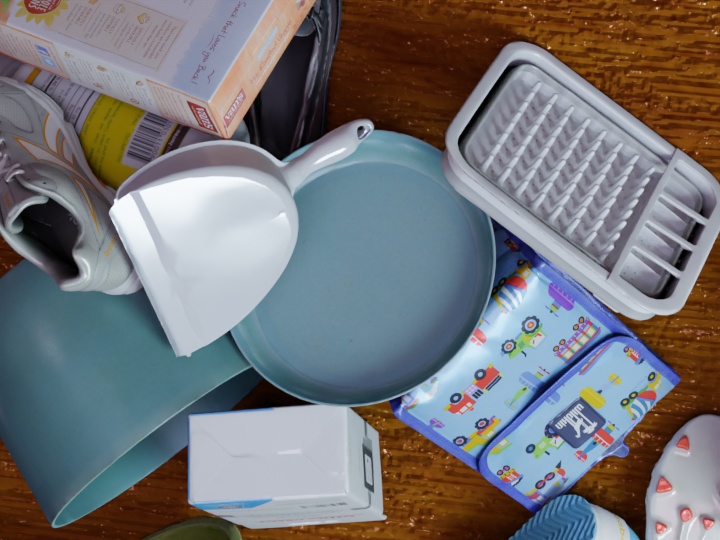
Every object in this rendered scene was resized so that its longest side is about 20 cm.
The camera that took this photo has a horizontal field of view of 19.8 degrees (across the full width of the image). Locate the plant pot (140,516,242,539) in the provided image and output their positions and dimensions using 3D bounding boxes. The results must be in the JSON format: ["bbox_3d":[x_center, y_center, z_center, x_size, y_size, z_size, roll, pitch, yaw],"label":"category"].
[{"bbox_3d":[-0.122,0.324,1.575,0.200,0.200,0.190,-30,111,15],"label":"plant pot"}]

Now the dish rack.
[{"bbox_3d":[0.152,-0.058,1.440,0.200,0.172,0.044,37,133,-2],"label":"dish rack"}]

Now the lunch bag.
[{"bbox_3d":[0.125,0.081,1.502,0.151,0.094,0.200,-47,121,7],"label":"lunch bag"}]

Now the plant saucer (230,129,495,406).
[{"bbox_3d":[0.000,0.000,1.443,0.200,0.027,0.201,-5,73,17],"label":"plant saucer"}]

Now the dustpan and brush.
[{"bbox_3d":[-0.069,-0.047,1.416,0.200,0.057,0.140,-28,123,-10],"label":"dustpan and brush"}]

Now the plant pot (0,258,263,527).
[{"bbox_3d":[-0.189,0.062,1.504,0.200,0.201,0.161,-39,82,16],"label":"plant pot"}]

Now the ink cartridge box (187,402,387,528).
[{"bbox_3d":[-0.050,0.146,1.517,0.116,0.200,0.067,-5,78,8],"label":"ink cartridge box"}]

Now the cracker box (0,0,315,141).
[{"bbox_3d":[-0.147,-0.186,1.436,0.200,0.058,0.134,22,69,22],"label":"cracker box"}]

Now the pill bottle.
[{"bbox_3d":[-0.188,-0.094,1.489,0.200,0.109,0.109,21,107,20],"label":"pill bottle"}]

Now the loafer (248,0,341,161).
[{"bbox_3d":[-0.053,-0.162,1.486,0.072,0.063,0.200,3,105,10],"label":"loafer"}]

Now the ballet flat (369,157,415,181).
[{"bbox_3d":[0.011,0.005,1.517,0.068,0.067,0.200,9,106,6],"label":"ballet flat"}]

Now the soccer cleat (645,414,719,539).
[{"bbox_3d":[0.242,0.206,1.537,0.069,0.078,0.200,9,86,10],"label":"soccer cleat"}]

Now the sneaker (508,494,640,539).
[{"bbox_3d":[0.122,0.244,1.555,0.200,0.077,0.081,-34,136,31],"label":"sneaker"}]

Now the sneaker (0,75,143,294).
[{"bbox_3d":[-0.226,-0.062,1.397,0.200,0.092,0.076,43,110,15],"label":"sneaker"}]
